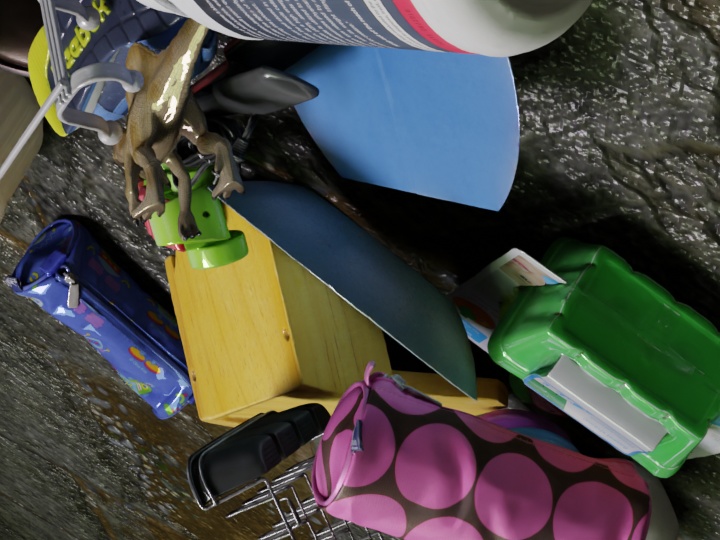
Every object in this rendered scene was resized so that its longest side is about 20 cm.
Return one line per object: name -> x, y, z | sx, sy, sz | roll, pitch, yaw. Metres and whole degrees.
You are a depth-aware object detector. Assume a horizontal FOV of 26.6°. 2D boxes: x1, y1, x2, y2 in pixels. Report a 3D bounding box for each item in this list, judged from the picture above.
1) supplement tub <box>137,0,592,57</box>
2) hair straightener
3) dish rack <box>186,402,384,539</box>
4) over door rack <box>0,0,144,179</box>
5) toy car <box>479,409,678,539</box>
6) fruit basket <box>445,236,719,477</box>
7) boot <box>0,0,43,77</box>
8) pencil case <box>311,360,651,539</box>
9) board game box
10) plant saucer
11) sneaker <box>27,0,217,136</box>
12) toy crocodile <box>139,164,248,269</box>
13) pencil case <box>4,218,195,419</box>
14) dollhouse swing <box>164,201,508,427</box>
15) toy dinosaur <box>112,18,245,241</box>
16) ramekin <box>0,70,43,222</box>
supplement tub -> -0.006, -0.161, 0.614 | 0.200, 0.140, 0.140 | 11, 147, 39
hair straightener -> -0.080, -0.085, 0.837 | 0.041, 0.077, 0.200 | 22, 163, -28
dish rack -> -0.022, 0.183, 0.955 | 0.055, 0.153, 0.200 | -25, 89, 19
over door rack -> -0.184, -0.127, 0.824 | 0.067, 0.148, 0.200 | -1, 162, -40
toy car -> 0.120, 0.171, 1.063 | 0.200, 0.175, 0.150 | 60, -172, -68
fruit basket -> 0.135, 0.063, 0.905 | 0.185, 0.094, 0.200 | 36, 158, -4
boot -> -0.231, -0.217, 0.885 | 0.186, 0.064, 0.200 | 36, 151, 1
pencil case -> 0.075, 0.128, 0.907 | 0.200, 0.094, 0.091 | 20, 177, -12
board game box -> 0.022, -0.118, 0.768 | 0.200, 0.039, 0.158 | 16, 128, 52
plant saucer -> 0.000, 0.000, 0.890 | 0.201, 0.039, 0.201 | 38, 180, 0
sneaker -> -0.116, -0.148, 0.863 | 0.200, 0.082, 0.074 | -33, 75, 48
toy crocodile -> -0.120, -0.043, 0.998 | 0.200, 0.062, 0.068 | -146, 41, -68
pencil case -> -0.207, 0.043, 1.296 | 0.200, 0.078, 0.087 | 46, 175, -26
dollhouse swing -> -0.015, 0.034, 1.103 | 0.200, 0.176, 0.182 | -27, 75, 63
toy dinosaur -> -0.102, -0.079, 0.792 | 0.200, 0.058, 0.101 | -48, 57, 55
ramekin -> -0.327, -0.121, 1.130 | 0.202, 0.094, 0.202 | 28, 155, 14
